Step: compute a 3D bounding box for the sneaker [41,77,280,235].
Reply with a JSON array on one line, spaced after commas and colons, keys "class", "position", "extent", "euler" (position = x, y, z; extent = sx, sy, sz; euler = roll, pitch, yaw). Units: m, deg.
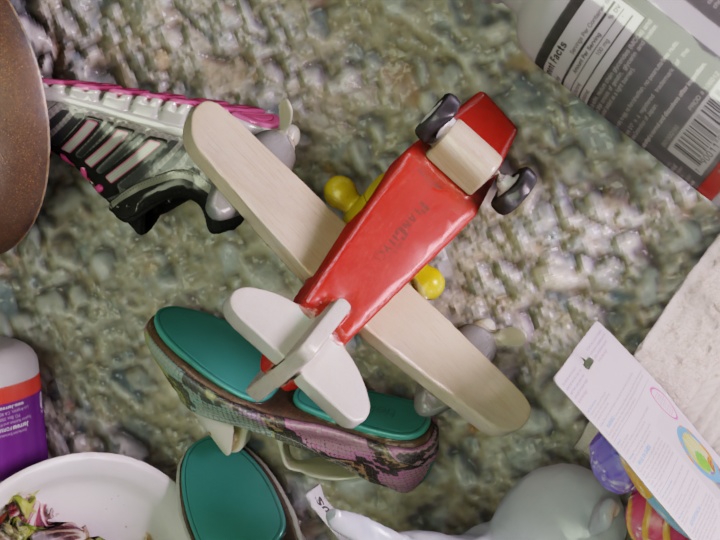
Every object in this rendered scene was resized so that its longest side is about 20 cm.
[{"class": "sneaker", "position": [-0.149, -0.068, 1.025], "extent": [0.198, 0.074, 0.088], "euler": [10, 98, 10]}]

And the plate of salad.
[{"class": "plate of salad", "position": [-0.173, 0.213, 1.032], "extent": [0.048, 0.199, 0.202], "euler": [18, 108, 57]}]

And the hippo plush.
[{"class": "hippo plush", "position": [0.081, 0.178, 0.988], "extent": [0.160, 0.159, 0.201], "euler": [-29, 96, -8]}]

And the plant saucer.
[{"class": "plant saucer", "position": [-0.265, -0.102, 1.027], "extent": [0.199, 0.034, 0.202], "euler": [17, 116, 38]}]

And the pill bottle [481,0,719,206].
[{"class": "pill bottle", "position": [0.157, -0.137, 0.908], "extent": [0.200, 0.116, 0.116], "euler": [39, 107, 7]}]

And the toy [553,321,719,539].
[{"class": "toy", "position": [0.172, 0.129, 0.914], "extent": [0.200, 0.115, 0.047], "euler": [46, 113, 4]}]

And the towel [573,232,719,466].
[{"class": "towel", "position": [0.229, 0.060, 0.963], "extent": [0.132, 0.034, 0.201], "euler": [34, 106, 9]}]

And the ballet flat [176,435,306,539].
[{"class": "ballet flat", "position": [-0.052, 0.189, 1.034], "extent": [0.070, 0.069, 0.200], "euler": [-53, 54, 17]}]

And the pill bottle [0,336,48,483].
[{"class": "pill bottle", "position": [-0.253, 0.148, 1.069], "extent": [0.111, 0.112, 0.202], "euler": [-2, 99, 16]}]

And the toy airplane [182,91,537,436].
[{"class": "toy airplane", "position": [0.000, 0.000, 0.962], "extent": [0.197, 0.141, 0.202], "euler": [-3, 84, -16]}]

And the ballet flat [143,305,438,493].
[{"class": "ballet flat", "position": [-0.048, 0.089, 1.033], "extent": [0.198, 0.069, 0.072], "euler": [20, 123, 11]}]
